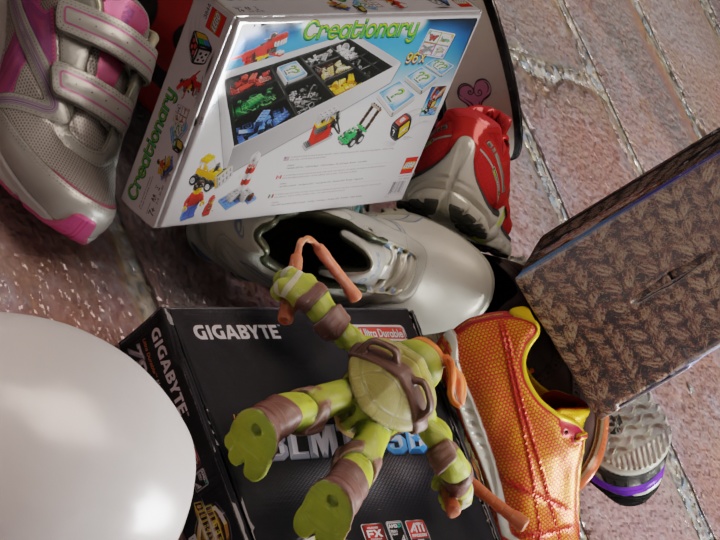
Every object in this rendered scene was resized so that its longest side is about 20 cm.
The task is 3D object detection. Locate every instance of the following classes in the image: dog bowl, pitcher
[{"bbox_3d":[0.041,-0.160,1.604,0.200,0.073,0.202,161,-90,-83],"label":"dog bowl"},{"bbox_3d":[-0.175,0.093,1.005,0.199,0.121,0.173,24,61,-34],"label":"pitcher"}]

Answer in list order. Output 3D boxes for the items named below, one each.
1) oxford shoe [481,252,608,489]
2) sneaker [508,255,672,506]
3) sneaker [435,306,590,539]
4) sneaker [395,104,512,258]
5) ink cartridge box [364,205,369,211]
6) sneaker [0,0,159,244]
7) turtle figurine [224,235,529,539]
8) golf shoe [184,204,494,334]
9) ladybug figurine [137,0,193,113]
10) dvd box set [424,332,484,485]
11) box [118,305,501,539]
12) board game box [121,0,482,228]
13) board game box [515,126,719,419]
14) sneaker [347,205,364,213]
[{"bbox_3d":[0.101,0.066,1.494,0.072,0.071,0.201,36,22,-31],"label":"oxford shoe"},{"bbox_3d":[0.138,0.083,1.612,0.201,0.069,0.100,55,-11,32],"label":"sneaker"},{"bbox_3d":[0.105,0.117,1.382,0.073,0.077,0.201,-111,-178,-68],"label":"sneaker"},{"bbox_3d":[0.072,-0.060,1.502,0.076,0.086,0.200,20,-4,4],"label":"sneaker"},{"bbox_3d":[-0.008,-0.161,1.510,0.200,0.043,0.198,95,-25,-73],"label":"ink cartridge box"},{"bbox_3d":[-0.153,-0.106,1.270,0.081,0.088,0.201,30,37,-44],"label":"sneaker"},{"bbox_3d":[0.011,0.078,1.243,0.201,0.064,0.161,54,38,-3],"label":"turtle figurine"},{"bbox_3d":[0.000,0.000,1.368,0.199,0.079,0.097,14,6,-26],"label":"golf shoe"},{"bbox_3d":[-0.096,-0.133,1.366,0.200,0.136,0.072,40,56,16],"label":"ladybug figurine"},{"bbox_3d":[0.052,0.109,1.463,0.146,0.029,0.201,41,30,-31],"label":"dvd box set"},{"bbox_3d":[-0.016,0.116,1.281,0.199,0.050,0.200,3,60,-47],"label":"box"},{"bbox_3d":[-0.028,-0.091,1.280,0.035,0.127,0.199,39,29,31],"label":"board game box"},{"bbox_3d":[0.191,-0.007,1.450,0.097,0.159,0.200,58,10,-2],"label":"board game box"},{"bbox_3d":[-0.030,-0.060,1.437,0.201,0.086,0.078,62,26,3],"label":"sneaker"}]
